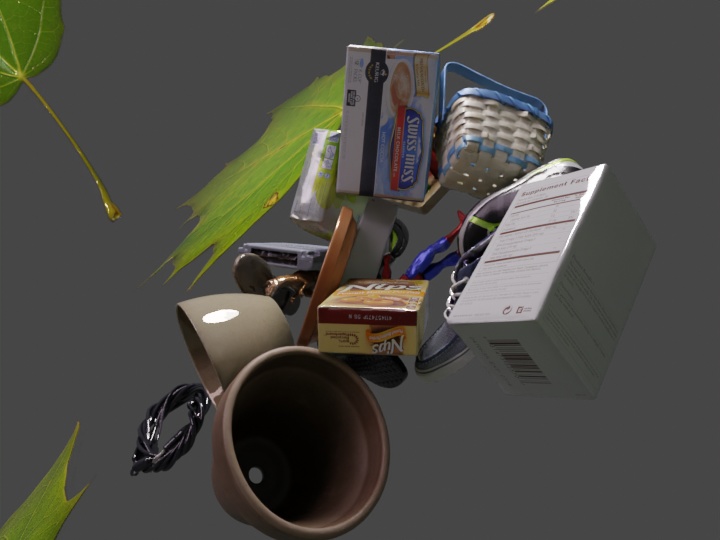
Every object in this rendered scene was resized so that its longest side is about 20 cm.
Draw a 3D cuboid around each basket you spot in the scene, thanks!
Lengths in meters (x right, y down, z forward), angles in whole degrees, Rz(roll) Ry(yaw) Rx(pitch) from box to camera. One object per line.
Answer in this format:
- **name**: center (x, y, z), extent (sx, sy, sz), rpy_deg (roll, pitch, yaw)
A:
- **basket**: center (0.185, -0.199, 1.006), extent (0.140, 0.173, 0.203), rpy_deg (122, 165, -59)

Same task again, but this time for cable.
- **cable**: center (-0.329, 0.264, 1.236), extent (0.162, 0.051, 0.202), rpy_deg (-32, 25, 26)

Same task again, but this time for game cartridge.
- **game cartridge**: center (-0.108, -0.026, 1.255), extent (0.197, 0.132, 0.043), rpy_deg (7, 93, 42)

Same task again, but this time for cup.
- **cup**: center (-0.188, 0.117, 1.113), extent (0.141, 0.204, 0.199), rpy_deg (-25, 16, -22)

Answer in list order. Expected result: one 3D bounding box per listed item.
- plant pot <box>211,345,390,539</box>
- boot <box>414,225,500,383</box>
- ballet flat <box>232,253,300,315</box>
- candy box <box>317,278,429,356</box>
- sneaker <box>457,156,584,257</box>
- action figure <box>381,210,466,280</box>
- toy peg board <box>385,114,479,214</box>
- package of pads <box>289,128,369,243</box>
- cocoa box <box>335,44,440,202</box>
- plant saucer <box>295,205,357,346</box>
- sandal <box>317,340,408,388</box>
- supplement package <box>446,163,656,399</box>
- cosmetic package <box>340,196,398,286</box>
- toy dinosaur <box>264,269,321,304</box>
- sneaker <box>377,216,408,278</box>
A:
- **plant pot**: center (-0.088, 0.212, 0.795), extent (0.175, 0.198, 0.202), rpy_deg (-45, 13, 49)
- **boot**: center (0.123, 0.037, 0.826), extent (0.199, 0.091, 0.073), rpy_deg (-42, 23, 3)
- **ballet flat**: center (-0.166, 0.025, 1.203), extent (0.046, 0.200, 0.068), rpy_deg (21, 79, 31)
- **candy box**: center (0.023, 0.052, 0.858), extent (0.112, 0.057, 0.200), rpy_deg (2, 9, 9)
- **sneaker**: center (0.209, -0.073, 0.898), extent (0.199, 0.072, 0.083), rpy_deg (-40, 24, 9)
- **action figure**: center (0.075, -0.004, 1.013), extent (0.200, 0.065, 0.099), rpy_deg (-43, 29, -2)
- **toy peg board**: center (0.113, -0.217, 1.268), extent (0.199, 0.098, 0.199), rpy_deg (-47, 24, -7)
- **package of pads**: center (-0.035, -0.124, 1.158), extent (0.067, 0.199, 0.158), rpy_deg (12, 83, 24)
- **cocoa box**: center (0.043, -0.210, 1.014), extent (0.128, 0.205, 0.133), rpy_deg (7, 13, 5)
- **plant saucer**: center (-0.043, 0.012, 0.972), extent (0.200, 0.032, 0.205), rpy_deg (-161, 89, -88)
- **sandal**: center (0.005, 0.105, 0.936), extent (0.048, 0.076, 0.199), rpy_deg (-34, 18, -25)
- **supplement package**: center (0.197, 0.012, 0.714), extent (0.116, 0.117, 0.201), rpy_deg (-9, 40, 53)
- **cosmetic package**: center (0.000, 0.000, 1.036), extent (0.083, 0.050, 0.204), rpy_deg (112, 176, -72)
- **toy dinosaur**: center (-0.077, 0.016, 1.212), extent (0.198, 0.106, 0.061), rpy_deg (-13, -43, -53)
- **sneaker**: center (0.003, 0.006, 1.126), extent (0.201, 0.074, 0.081), rpy_deg (-51, 8, -19)
